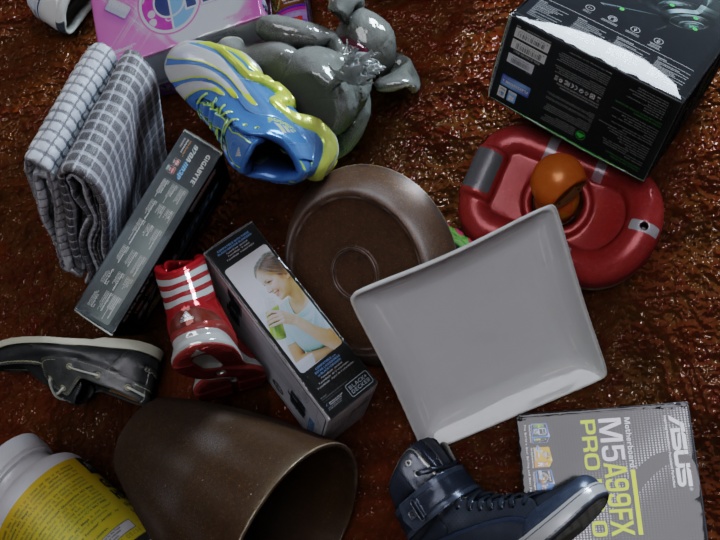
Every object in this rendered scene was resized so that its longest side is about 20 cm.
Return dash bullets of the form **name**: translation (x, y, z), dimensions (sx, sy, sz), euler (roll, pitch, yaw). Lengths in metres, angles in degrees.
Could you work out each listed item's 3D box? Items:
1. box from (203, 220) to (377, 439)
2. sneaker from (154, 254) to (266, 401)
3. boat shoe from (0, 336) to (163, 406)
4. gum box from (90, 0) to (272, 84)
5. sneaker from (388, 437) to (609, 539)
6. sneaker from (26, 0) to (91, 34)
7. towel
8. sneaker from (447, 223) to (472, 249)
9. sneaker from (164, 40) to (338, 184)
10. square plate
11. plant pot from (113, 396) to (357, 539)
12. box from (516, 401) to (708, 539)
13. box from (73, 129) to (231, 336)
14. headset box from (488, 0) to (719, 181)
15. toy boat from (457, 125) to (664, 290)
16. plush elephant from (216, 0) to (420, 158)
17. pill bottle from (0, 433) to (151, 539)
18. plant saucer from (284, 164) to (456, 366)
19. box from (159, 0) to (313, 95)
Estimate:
- **box**: translation (-0.072, 0.065, 0.813), dimensions (0.060, 0.117, 0.201), euler (-33, 75, -20)
- **sneaker**: translation (-0.142, 0.050, 0.800), dimensions (0.077, 0.201, 0.118), euler (-14, 71, -7)
- **boat shoe**: translation (-0.309, 0.107, 0.885), dimensions (0.195, 0.072, 0.069), euler (3, 73, 10)
- **gum box**: translation (-0.190, -0.286, 0.914), dimensions (0.196, 0.066, 0.116), euler (-16, 76, 8)
- **sneaker**: translation (0.110, 0.198, 0.743), dimensions (0.202, 0.076, 0.148), euler (-44, 59, 28)
- **sneaker**: translation (-0.316, -0.373, 1.009), dimensions (0.070, 0.073, 0.201), euler (39, 96, 8)
- **towel**: translation (-0.257, -0.099, 0.844), dimensions (0.084, 0.201, 0.168), euler (12, 57, 0)
- **sneaker**: translation (0.024, -0.026, 0.845), dimensions (0.197, 0.077, 0.085), euler (24, 82, 19)
- **sneaker**: translation (-0.113, -0.148, 0.786), dimensions (0.197, 0.105, 0.077), euler (31, 116, 3)
- **square plate**: translation (0.113, 0.057, 0.776), dimensions (0.196, 0.201, 0.029), euler (-23, 29, 5)
- **plant pot**: translation (-0.134, 0.203, 0.783), dimensions (0.197, 0.187, 0.190), euler (24, 82, 30)
- **box**: translation (0.229, 0.228, 0.758), dimensions (0.156, 0.044, 0.205), euler (-5, 76, 12)
- **box**: translation (-0.204, -0.032, 0.849), dimensions (0.045, 0.159, 0.203), euler (30, 83, -3)
- **headset box**: translation (0.248, -0.211, 0.795), dimensions (0.172, 0.094, 0.200), euler (32, 54, 16)
- **toy boat**: translation (0.189, -0.069, 0.791), dimensions (0.197, 0.131, 0.133), euler (23, 83, 16)
- **plush elephant**: translation (-0.026, -0.214, 0.871), dimensions (0.197, 0.155, 0.167), euler (-13, 116, 41)
- **pill bottle**: translation (-0.286, 0.256, 0.823), dimensions (0.198, 0.112, 0.113), euler (35, 86, 17)
- **plant saucer**: translation (0.000, 0.000, 0.816), dimensions (0.196, 0.034, 0.205), euler (7, 104, 29)
- **box**: translation (-0.154, -0.295, 0.965), dimensions (0.195, 0.039, 0.140), euler (-12, 75, 9)
